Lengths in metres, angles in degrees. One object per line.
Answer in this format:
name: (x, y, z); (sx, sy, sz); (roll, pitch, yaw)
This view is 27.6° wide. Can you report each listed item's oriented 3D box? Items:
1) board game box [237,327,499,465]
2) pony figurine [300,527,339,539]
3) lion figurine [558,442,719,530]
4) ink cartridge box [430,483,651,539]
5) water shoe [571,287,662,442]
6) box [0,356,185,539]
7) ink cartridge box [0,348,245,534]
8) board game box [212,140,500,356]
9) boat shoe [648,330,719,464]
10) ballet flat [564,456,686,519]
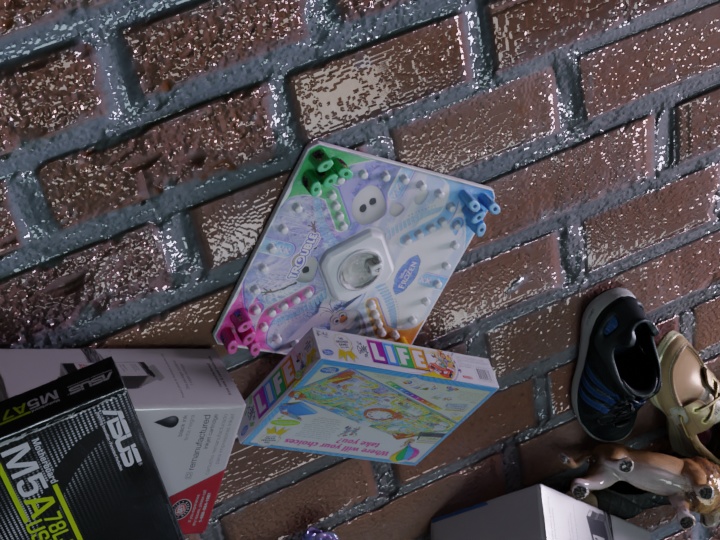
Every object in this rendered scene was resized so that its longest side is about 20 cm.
board game box: (0.006, 0.116, 1.306); (0.200, 0.034, 0.134); (13, 134, -36)
pony figurine: (-0.082, 0.338, 1.389); (0.200, 0.166, 0.193); (-43, 143, -16)
lion figurine: (0.296, 0.210, 1.505); (0.200, 0.122, 0.073); (23, 104, 2)
ink cartridge box: (0.190, 0.299, 1.502); (0.145, 0.084, 0.200); (-25, 143, 35)
water shoe: (0.254, 0.111, 1.439); (0.071, 0.079, 0.200); (-22, 132, -13)
box: (-0.247, 0.182, 1.117); (0.193, 0.048, 0.200); (-20, 131, -10)
ink cartridge box: (-0.213, 0.144, 1.195); (0.200, 0.083, 0.147); (1, 123, -30)
board game box: (0.000, 0.000, 1.248); (0.200, 0.026, 0.200); (12, 117, -36)
boat shoe: (0.348, 0.134, 1.506); (0.074, 0.066, 0.200); (-53, 140, -17)
ballet flat: (0.295, 0.230, 1.573); (0.200, 0.066, 0.057); (-5, 105, -32)
